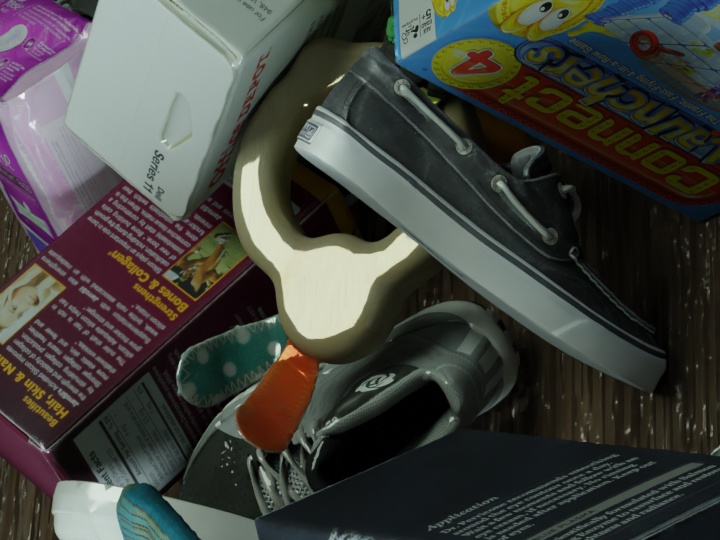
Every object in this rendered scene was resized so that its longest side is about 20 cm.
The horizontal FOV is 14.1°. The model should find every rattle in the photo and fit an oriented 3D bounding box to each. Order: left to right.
[{"bbox_3d":[0.000,0.000,1.381,0.130,0.143,0.201,12,81,10],"label":"rattle"}]

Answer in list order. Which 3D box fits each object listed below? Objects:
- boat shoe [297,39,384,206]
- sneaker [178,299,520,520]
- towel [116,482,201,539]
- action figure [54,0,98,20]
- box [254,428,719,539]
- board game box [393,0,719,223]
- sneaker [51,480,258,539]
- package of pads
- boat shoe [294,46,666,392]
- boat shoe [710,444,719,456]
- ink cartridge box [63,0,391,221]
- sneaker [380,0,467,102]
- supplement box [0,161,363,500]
[{"bbox_3d":[-0.001,-0.083,1.523,0.200,0.060,0.076,-27,48,40],"label":"boat shoe"},{"bbox_3d":[-0.023,0.087,1.372,0.200,0.075,0.116,-34,7,25],"label":"sneaker"},{"bbox_3d":[-0.053,0.189,1.220,0.200,0.022,0.147,-138,36,-59],"label":"towel"},{"bbox_3d":[-0.135,-0.225,1.786,0.201,0.069,0.130,-59,30,1],"label":"action figure"},{"bbox_3d":[0.078,0.176,1.120,0.200,0.117,0.198,2,108,53],"label":"box"},{"bbox_3d":[0.150,-0.112,1.226,0.195,0.200,0.056,-28,50,40],"label":"board game box"},{"bbox_3d":[-0.063,0.173,1.347,0.199,0.074,0.116,17,82,10],"label":"sneaker"},{"bbox_3d":[-0.147,-0.047,1.574,0.076,0.201,0.120,-35,32,-16],"label":"package of pads"},{"bbox_3d":[0.066,-0.023,1.286,0.068,0.200,0.072,-53,12,-2],"label":"boat shoe"},{"bbox_3d":[0.149,0.098,1.200,0.062,0.073,0.201,40,106,51],"label":"boat shoe"},{"bbox_3d":[-0.044,-0.140,1.419,0.200,0.083,0.147,-46,-10,-34],"label":"ink cartridge box"},{"bbox_3d":[0.098,-0.139,1.334,0.078,0.199,0.086,33,129,38],"label":"sneaker"},{"bbox_3d":[-0.102,0.025,1.476,0.200,0.086,0.110,-42,47,-15],"label":"supplement box"}]
